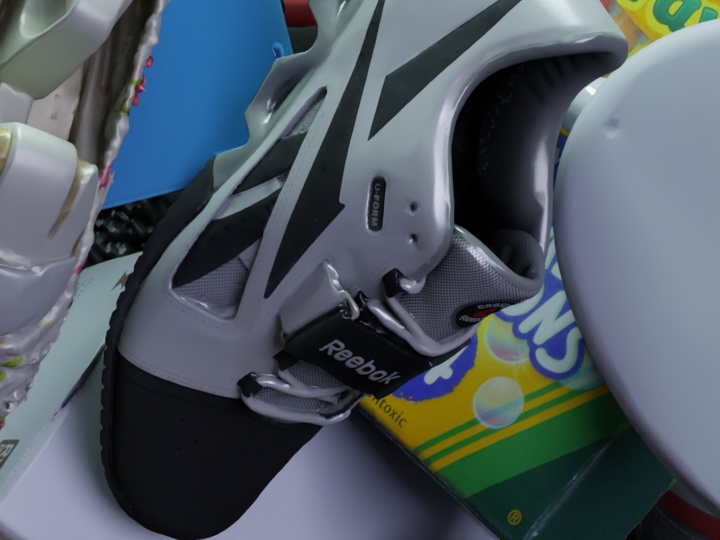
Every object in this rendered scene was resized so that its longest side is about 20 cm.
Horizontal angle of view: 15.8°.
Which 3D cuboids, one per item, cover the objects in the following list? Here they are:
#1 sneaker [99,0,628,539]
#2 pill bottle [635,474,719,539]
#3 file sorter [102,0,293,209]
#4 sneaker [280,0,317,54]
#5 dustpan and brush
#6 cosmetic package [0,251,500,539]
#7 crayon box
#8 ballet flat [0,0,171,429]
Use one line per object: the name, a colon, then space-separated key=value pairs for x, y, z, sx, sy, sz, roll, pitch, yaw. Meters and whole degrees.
sneaker: x=0.000 y=0.000 z=0.683 sx=0.074 sy=0.088 sz=0.201 roll=8 pitch=117 yaw=-48
pill bottle: x=0.147 y=0.101 z=0.829 sx=0.116 sy=0.116 sz=0.201 roll=-38 pitch=138 yaw=-28
file sorter: x=-0.122 y=-0.109 z=0.723 sx=0.138 sy=0.123 sz=0.201 roll=-16 pitch=94 yaw=-32
sneaker: x=-0.053 y=-0.109 z=0.798 sx=0.073 sy=0.087 sz=0.201 roll=-5 pitch=64 yaw=-35
dustpan and brush: x=0.082 y=-0.031 z=0.702 sx=0.140 sy=0.200 sz=0.057 roll=-58 pitch=155 yaw=8
cosmetic package: x=-0.028 y=0.095 z=0.791 sx=0.200 sy=0.074 sz=0.102 roll=43 pitch=66 yaw=-19
crayon box: x=0.078 y=-0.024 z=0.755 sx=0.200 sy=0.126 sz=0.052 roll=-48 pitch=148 yaw=-2
ballet flat: x=-0.084 y=-0.045 z=0.632 sx=0.075 sy=0.064 sz=0.201 roll=21 pitch=75 yaw=-29
